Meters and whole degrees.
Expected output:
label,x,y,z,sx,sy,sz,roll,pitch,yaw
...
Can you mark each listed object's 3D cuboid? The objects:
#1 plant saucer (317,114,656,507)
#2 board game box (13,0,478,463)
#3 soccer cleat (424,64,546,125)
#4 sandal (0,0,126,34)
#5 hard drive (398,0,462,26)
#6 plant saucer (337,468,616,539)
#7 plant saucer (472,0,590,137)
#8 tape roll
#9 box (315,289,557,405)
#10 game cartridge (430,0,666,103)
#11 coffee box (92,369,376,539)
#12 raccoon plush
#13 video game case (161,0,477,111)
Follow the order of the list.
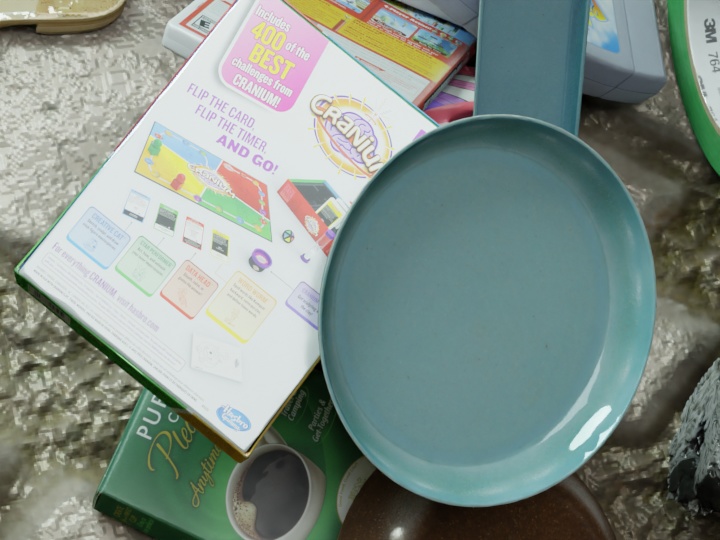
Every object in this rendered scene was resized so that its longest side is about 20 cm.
label,x,y,z,sx,sy,sz,roll,pitch,yaw
plant saucer,0.063,0.020,1.171,0.198,0.027,0.202,-4,98,-26
board game box,-0.058,-0.026,1.174,0.153,0.040,0.200,39,78,0
soccer cleat,0.029,-0.105,1.373,0.198,0.067,0.077,-7,68,-12
sandal,-0.237,-0.171,1.331,0.210,0.070,0.078,-8,72,-15
hard drive,-0.010,-0.227,1.398,0.198,0.025,0.132,21,40,-4
plant saucer,0.077,0.184,1.260,0.199,0.037,0.203,6,77,-28
plant saucer,0.096,-0.098,1.330,0.069,0.201,0.019,-10,36,-16
tape roll,0.245,-0.146,1.360,0.048,0.201,0.202,-10,73,-15
box,0.000,0.000,1.273,0.198,0.148,0.105,23,79,-5
game cartridge,0.108,-0.180,1.373,0.199,0.040,0.134,22,54,-37
coffee box,-0.039,0.118,1.286,0.199,0.044,0.124,24,68,-4
raccoon plush,0.267,0.089,1.308,0.133,0.097,0.201,20,105,-8
video game case,-0.013,-0.142,1.333,0.142,0.018,0.200,28,34,8
